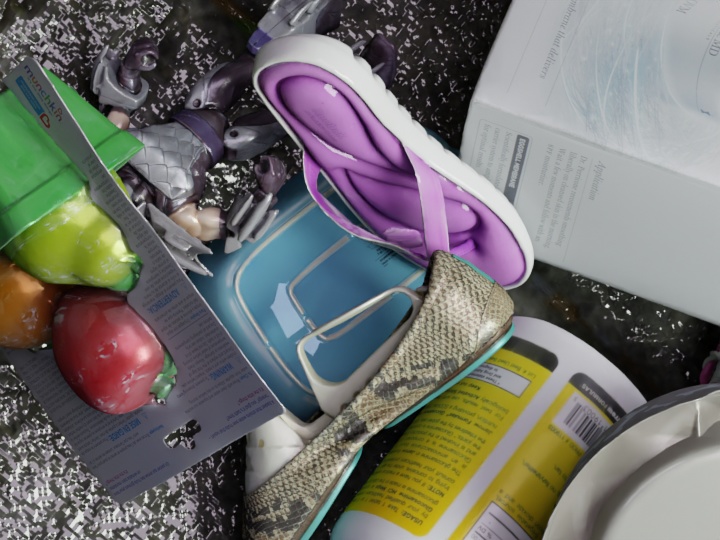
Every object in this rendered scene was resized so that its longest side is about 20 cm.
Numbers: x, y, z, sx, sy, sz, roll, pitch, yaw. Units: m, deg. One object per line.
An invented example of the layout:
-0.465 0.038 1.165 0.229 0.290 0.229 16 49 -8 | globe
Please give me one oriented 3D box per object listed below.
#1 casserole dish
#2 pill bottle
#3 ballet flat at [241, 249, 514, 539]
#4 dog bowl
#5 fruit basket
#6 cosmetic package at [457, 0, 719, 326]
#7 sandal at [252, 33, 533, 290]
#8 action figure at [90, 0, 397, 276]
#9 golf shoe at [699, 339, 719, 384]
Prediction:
0.000 0.000 1.377 0.200 0.039 0.121 -37 95 -23 | casserole dish
0.056 0.130 1.332 0.112 0.112 0.200 43 69 -8 | pill bottle
-0.010 0.067 1.311 0.075 0.068 0.200 42 99 -9 | ballet flat
0.181 0.146 1.267 0.199 0.059 0.201 0 105 -1 | dog bowl
-0.132 0.008 1.250 0.200 0.185 0.094 49 55 -6 | fruit basket
0.173 -0.096 1.358 0.199 0.123 0.200 20 57 6 | cosmetic package
0.009 -0.040 1.302 0.203 0.082 0.050 43 52 -33 | sandal
-0.074 -0.077 1.343 0.200 0.069 0.130 -39 81 -28 | action figure
0.229 0.042 1.436 0.091 0.075 0.201 -2 79 -17 | golf shoe
